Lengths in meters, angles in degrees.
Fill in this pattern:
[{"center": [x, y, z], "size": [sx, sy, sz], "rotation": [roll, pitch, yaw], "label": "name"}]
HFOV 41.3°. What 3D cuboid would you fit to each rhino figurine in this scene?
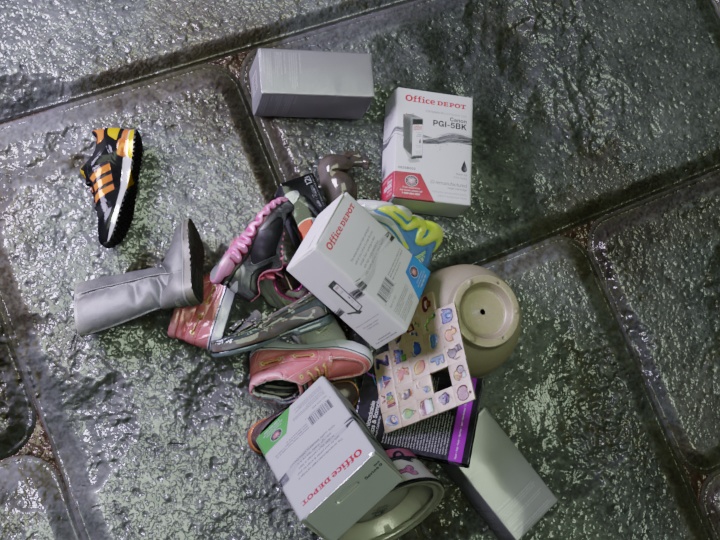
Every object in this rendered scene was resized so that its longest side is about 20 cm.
[{"center": [-0.020, -0.110, 1.630], "size": [0.086, 0.060, 0.202], "rotation": [-8, 81, -20], "label": "rhino figurine"}]

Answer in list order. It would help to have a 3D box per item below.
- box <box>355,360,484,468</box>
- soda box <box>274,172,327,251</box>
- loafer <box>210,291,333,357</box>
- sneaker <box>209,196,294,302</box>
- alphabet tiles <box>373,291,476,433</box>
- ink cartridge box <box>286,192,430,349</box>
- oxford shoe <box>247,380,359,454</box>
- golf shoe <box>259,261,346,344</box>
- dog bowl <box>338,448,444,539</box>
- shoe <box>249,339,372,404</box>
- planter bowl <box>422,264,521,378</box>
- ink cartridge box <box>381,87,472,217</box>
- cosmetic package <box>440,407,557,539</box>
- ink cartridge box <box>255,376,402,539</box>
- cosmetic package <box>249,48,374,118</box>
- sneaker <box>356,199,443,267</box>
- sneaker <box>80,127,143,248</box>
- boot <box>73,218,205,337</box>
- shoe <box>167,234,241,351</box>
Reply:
[{"center": [0.091, 0.230, 1.546], "size": [0.198, 0.036, 0.144], "rotation": [9, 66, 13], "label": "box"}, {"center": [-0.076, -0.055, 1.596], "size": [0.063, 0.071, 0.202], "rotation": [-21, 83, -19], "label": "soda box"}, {"center": [-0.143, 0.080, 1.488], "size": [0.198, 0.072, 0.064], "rotation": [-16, 96, -16], "label": "loafer"}, {"center": [-0.151, -0.030, 1.505], "size": [0.095, 0.079, 0.201], "rotation": [38, 56, -5], "label": "sneaker"}, {"center": [0.093, 0.141, 1.529], "size": [0.008, 0.166, 0.202], "rotation": [31, 42, -49], "label": "alphabet tiles"}, {"center": [0.000, 0.000, 1.512], "size": [0.200, 0.084, 0.147], "rotation": [42, 44, -14], "label": "ink cartridge box"}, {"center": [-0.083, 0.235, 1.529], "size": [0.199, 0.073, 0.072], "rotation": [-29, 86, -18], "label": "oxford shoe"}, {"center": [-0.092, 0.064, 1.557], "size": [0.200, 0.091, 0.075], "rotation": [47, 70, -2], "label": "golf shoe"}, {"center": [0.027, 0.354, 1.477], "size": [0.198, 0.201, 0.074], "rotation": [-21, 56, -18], "label": "dog bowl"}, {"center": [-0.078, 0.165, 1.514], "size": [0.197, 0.072, 0.092], "rotation": [2, 39, -4], "label": "shoe"}, {"center": [0.188, 0.079, 1.603], "size": [0.198, 0.135, 0.203], "rotation": [3, 78, -14], "label": "planter bowl"}, {"center": [0.117, -0.206, 1.674], "size": [0.145, 0.083, 0.203], "rotation": [5, 77, -13], "label": "ink cartridge box"}, {"center": [0.218, 0.337, 1.581], "size": [0.106, 0.090, 0.201], "rotation": [-37, 86, -18], "label": "cosmetic package"}, {"center": [-0.049, 0.276, 1.403], "size": [0.146, 0.200, 0.084], "rotation": [-42, 127, 0], "label": "ink cartridge box"}, {"center": [-0.082, -0.316, 1.628], "size": [0.198, 0.107, 0.091], "rotation": [-3, 78, -17], "label": "cosmetic package"}, {"center": [0.061, -0.050, 1.602], "size": [0.199, 0.075, 0.106], "rotation": [18, 84, -39], "label": "sneaker"}, {"center": [-0.410, -0.134, 1.537], "size": [0.089, 0.070, 0.203], "rotation": [7, 75, 3], "label": "sneaker"}, {"center": [-0.348, 0.010, 1.504], "size": [0.198, 0.073, 0.183], "rotation": [-16, 44, 11], "label": "boot"}, {"center": [-0.243, 0.026, 1.535], "size": [0.090, 0.072, 0.202], "rotation": [15, 69, -3], "label": "shoe"}]
